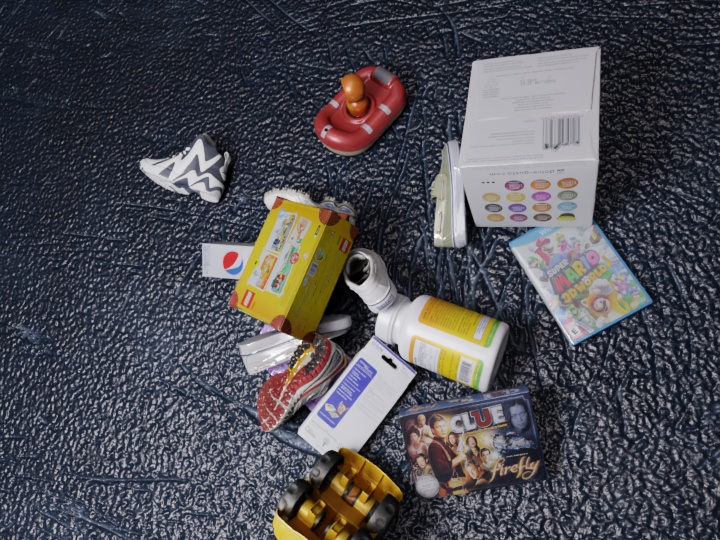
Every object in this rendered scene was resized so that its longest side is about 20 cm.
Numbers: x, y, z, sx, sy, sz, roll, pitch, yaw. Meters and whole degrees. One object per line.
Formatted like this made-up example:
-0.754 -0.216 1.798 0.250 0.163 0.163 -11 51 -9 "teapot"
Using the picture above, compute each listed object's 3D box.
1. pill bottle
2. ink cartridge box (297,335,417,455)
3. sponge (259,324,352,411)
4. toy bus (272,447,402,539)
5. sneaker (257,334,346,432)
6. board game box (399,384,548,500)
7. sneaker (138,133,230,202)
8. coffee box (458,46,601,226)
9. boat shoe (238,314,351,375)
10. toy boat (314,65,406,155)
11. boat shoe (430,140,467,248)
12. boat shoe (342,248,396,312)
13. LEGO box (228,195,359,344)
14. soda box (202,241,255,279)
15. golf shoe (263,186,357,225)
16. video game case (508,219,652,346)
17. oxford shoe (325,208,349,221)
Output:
0.128 0.106 0.887 0.197 0.111 0.113 19 77 21 "pill bottle"
-0.005 0.215 0.907 0.099 0.039 0.201 40 85 0 "ink cartridge box"
-0.099 0.160 0.977 0.199 0.030 0.112 35 83 24 "sponge"
-0.054 0.387 0.795 0.135 0.199 0.194 32 111 19 "toy bus"
-0.096 0.196 0.906 0.200 0.082 0.078 -46 46 17 "sneaker"
0.167 0.260 0.833 0.196 0.035 0.138 -14 94 11 "board game box"
-0.361 -0.234 1.167 0.196 0.080 0.132 16 74 20 "sneaker"
0.281 -0.204 0.901 0.196 0.198 0.204 2 67 21 "coffee box"
-0.106 0.128 0.940 0.196 0.072 0.067 -17 97 -6 "boat shoe"
-0.008 -0.326 1.071 0.130 0.131 0.201 39 84 24 "toy boat"
0.156 -0.139 0.990 0.061 0.072 0.204 -4 72 11 "boat shoe"
0.000 0.000 0.926 0.072 0.066 0.201 -40 26 8 "boat shoe"
-0.111 -0.005 0.900 0.148 0.077 0.203 19 83 43 "LEGO box"
-0.196 -0.017 1.038 0.196 0.068 0.065 5 98 17 "soda box"
-0.106 -0.096 1.050 0.197 0.078 0.099 15 81 21 "golf shoe"
0.357 0.003 0.911 0.141 0.018 0.202 -29 65 5 "video game case"
-0.079 -0.012 0.993 0.071 0.071 0.204 17 92 6 "oxford shoe"
